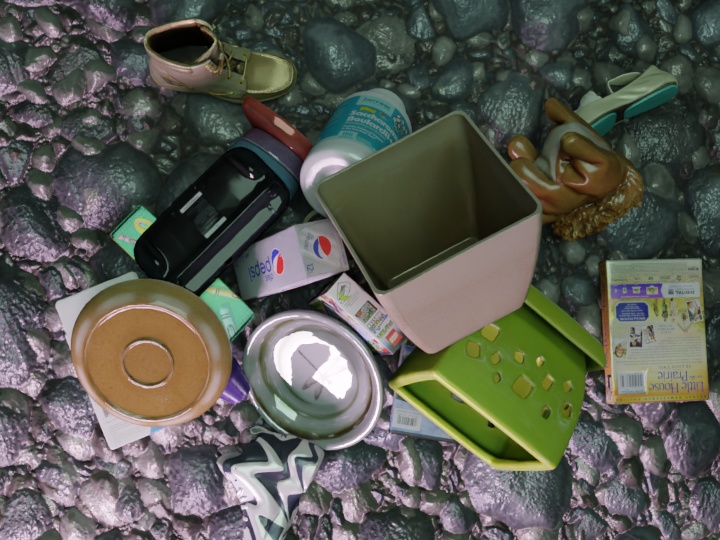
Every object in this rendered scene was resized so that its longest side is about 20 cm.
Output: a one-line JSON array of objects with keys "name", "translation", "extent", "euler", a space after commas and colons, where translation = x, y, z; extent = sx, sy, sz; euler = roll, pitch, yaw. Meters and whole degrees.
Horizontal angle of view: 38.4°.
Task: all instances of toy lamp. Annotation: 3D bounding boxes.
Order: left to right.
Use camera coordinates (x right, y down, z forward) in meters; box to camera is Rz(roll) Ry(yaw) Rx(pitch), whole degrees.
[{"name": "toy lamp", "translation": [-0.214, 0.095, 1.312], "extent": [0.058, 0.058, 0.200], "euler": [-43, 116, -8]}]

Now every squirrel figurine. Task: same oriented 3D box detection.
[{"name": "squirrel figurine", "translation": [0.266, -0.096, 1.378], "extent": [0.199, 0.142, 0.187], "euler": [29, 115, -25]}]

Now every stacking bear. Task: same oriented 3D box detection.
[{"name": "stacking bear", "translation": [-0.152, -0.100, 1.334], "extent": [0.113, 0.122, 0.201], "euler": [34, 82, 19]}]

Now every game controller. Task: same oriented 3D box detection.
[{"name": "game controller", "translation": [-0.182, -0.057, 1.263], "extent": [0.200, 0.042, 0.104], "euler": [-45, 78, -6]}]

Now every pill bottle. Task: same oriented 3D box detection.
[{"name": "pill bottle", "translation": [0.002, -0.156, 1.320], "extent": [0.110, 0.111, 0.201], "euler": [29, 40, -5]}]

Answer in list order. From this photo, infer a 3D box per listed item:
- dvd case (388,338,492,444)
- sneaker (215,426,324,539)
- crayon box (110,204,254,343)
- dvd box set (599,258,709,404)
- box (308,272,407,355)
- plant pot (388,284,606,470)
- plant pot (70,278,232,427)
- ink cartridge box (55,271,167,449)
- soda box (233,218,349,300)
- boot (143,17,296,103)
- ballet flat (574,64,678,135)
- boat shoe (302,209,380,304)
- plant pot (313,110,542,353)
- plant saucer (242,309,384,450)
[{"name": "dvd case", "translation": [0.122, 0.134, 1.419], "extent": [0.141, 0.018, 0.202], "euler": [10, 85, -8]}, {"name": "sneaker", "translation": [-0.145, 0.295, 1.348], "extent": [0.129, 0.079, 0.200], "euler": [27, 95, 6]}, {"name": "crayon box", "translation": [-0.225, 0.009, 1.330], "extent": [0.200, 0.119, 0.058], "euler": [44, 82, -3]}, {"name": "dvd box set", "translation": [0.413, 0.085, 1.452], "extent": [0.145, 0.029, 0.202], "euler": [-2, 86, -8]}, {"name": "box", "translation": [-0.006, 0.059, 1.314], "extent": [0.110, 0.200, 0.035], "euler": [43, 80, -2]}, {"name": "plant pot", "translation": [0.181, 0.125, 1.322], "extent": [0.199, 0.200, 0.182], "euler": [39, 74, -6]}, {"name": "plant pot", "translation": [-0.256, 0.108, 1.255], "extent": [0.198, 0.028, 0.202], "euler": [0, 112, 1]}, {"name": "ink cartridge box", "translation": [-0.304, 0.114, 1.339], "extent": [0.115, 0.068, 0.201], "euler": [-21, 90, -8]}, {"name": "soda box", "translation": [-0.093, -0.011, 1.306], "extent": [0.063, 0.200, 0.069], "euler": [-13, 87, -31]}, {"name": "boot", "translation": [-0.177, -0.271, 1.335], "extent": [0.198, 0.155, 0.073], "euler": [7, 86, -7]}, {"name": "ballet flat", "translation": [0.351, -0.232, 1.454], "extent": [0.199, 0.069, 0.070], "euler": [-27, 90, -10]}, {"name": "boat shoe", "translation": [0.000, 0.000, 1.352], "extent": [0.072, 0.065, 0.200], "euler": [-34, 117, 8]}, {"name": "plant pot", "translation": [0.091, -0.025, 1.194], "extent": [0.199, 0.178, 0.200], "euler": [-28, 47, -4]}, {"name": "plant saucer", "translation": [-0.057, 0.136, 1.351], "extent": [0.199, 0.050, 0.202], "euler": [8, 115, 18]}]
